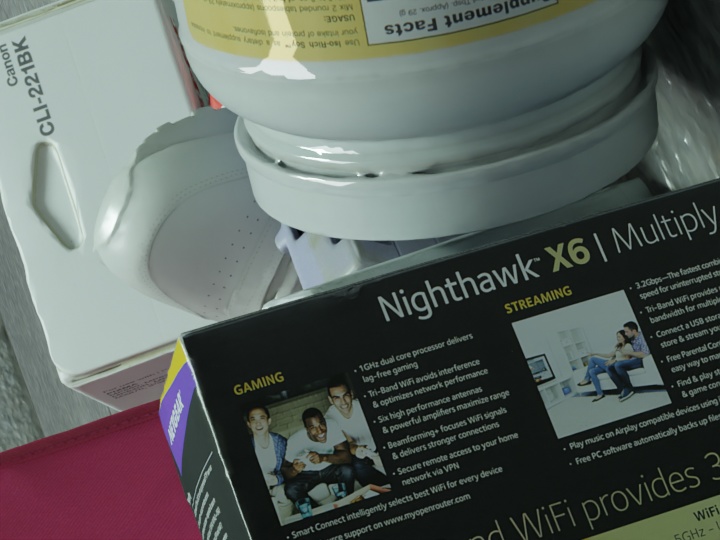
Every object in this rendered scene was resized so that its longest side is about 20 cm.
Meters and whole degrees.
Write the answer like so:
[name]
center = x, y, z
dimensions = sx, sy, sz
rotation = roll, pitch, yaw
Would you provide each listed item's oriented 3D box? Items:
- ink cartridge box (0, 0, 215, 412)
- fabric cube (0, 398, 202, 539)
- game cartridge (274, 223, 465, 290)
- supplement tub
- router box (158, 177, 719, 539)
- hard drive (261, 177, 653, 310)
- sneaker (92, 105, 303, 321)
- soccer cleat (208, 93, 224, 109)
[ink cartridge box]
center = -0.080, -0.019, 1.052
dimensions = 0.200, 0.083, 0.145
rotation = 43, -153, -77
[fabric cube]
center = -0.059, 0.177, 0.828
dimensions = 0.200, 0.195, 0.201
rotation = 27, 128, 55
[game cartridge]
center = 0.010, -0.048, 0.869
dimensions = 0.038, 0.129, 0.201
rotation = -45, 45, 25
[supplement tub]
center = 0.010, -0.124, 0.717
dimensions = 0.145, 0.145, 0.201
rotation = -132, 28, -62
[router box]
center = 0.074, 0.066, 0.556
dimensions = 0.052, 0.199, 0.158
rotation = 113, 140, -66
[hard drive]
center = 0.050, 0.053, 0.741
dimensions = 0.200, 0.026, 0.133
rotation = -19, -87, -59
[sneaker]
center = 0.000, 0.000, 0.881
dimensions = 0.081, 0.199, 0.077
rotation = 48, 117, 43
[soccer cleat]
center = -0.013, -0.032, 0.998
dimensions = 0.085, 0.068, 0.201
rotation = -105, -3, -76
